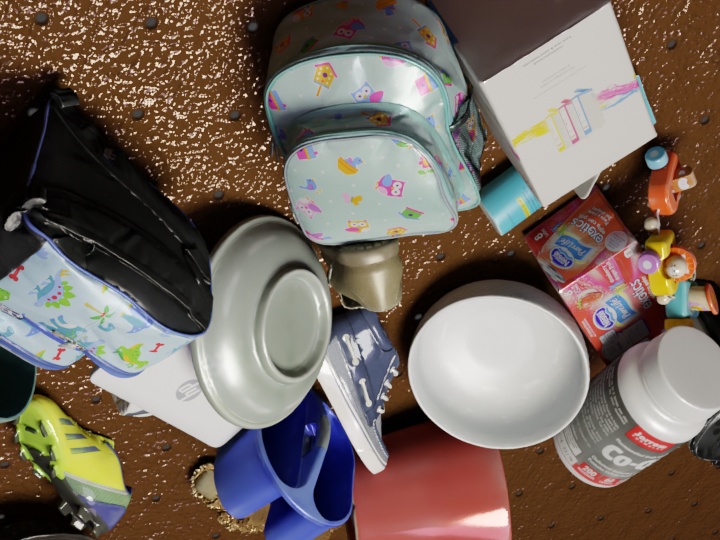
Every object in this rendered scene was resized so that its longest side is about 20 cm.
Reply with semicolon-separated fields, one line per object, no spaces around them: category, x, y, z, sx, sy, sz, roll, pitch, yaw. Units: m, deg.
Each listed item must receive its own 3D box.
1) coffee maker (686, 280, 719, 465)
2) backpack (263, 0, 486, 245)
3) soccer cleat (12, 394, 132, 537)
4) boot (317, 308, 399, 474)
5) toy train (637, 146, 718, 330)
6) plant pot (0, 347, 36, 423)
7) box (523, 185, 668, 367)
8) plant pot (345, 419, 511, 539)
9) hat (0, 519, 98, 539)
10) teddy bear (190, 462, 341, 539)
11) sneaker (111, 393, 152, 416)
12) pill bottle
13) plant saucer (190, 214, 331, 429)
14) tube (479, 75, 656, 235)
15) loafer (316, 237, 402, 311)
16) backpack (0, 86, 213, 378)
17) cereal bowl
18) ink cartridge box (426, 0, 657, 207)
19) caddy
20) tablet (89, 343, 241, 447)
coffee maker;0.431;0.115;1.434;0.189;0.201;0.136;-15;138;-12
backpack;0.007;-0.125;1.016;0.173;0.154;0.202;-4;132;19
soccer cleat;-0.298;0.191;1.265;0.084;0.064;0.202;-52;139;-36
boot;0.011;0.130;1.315;0.090;0.073;0.201;-28;123;-3
toy train;0.344;-0.027;1.278;0.055;0.151;0.201;-1;137;31
plant pot;-0.383;0.048;0.981;0.159;0.202;0.202;-18;138;7
box;0.270;0.015;1.334;0.099;0.096;0.200;-34;138;7
plant pot;0.070;0.272;1.431;0.175;0.202;0.202;-8;135;-7
hat;-0.377;0.331;1.337;0.198;0.081;0.202;-19;138;-18
teddy bear;-0.108;0.257;1.419;0.198;0.067;0.146;20;112;-31
sneaker;-0.155;0.063;1.189;0.128;0.080;0.201;3;123;-38
pill bottle;0.304;0.149;1.314;0.112;0.115;0.200;1;151;-26
plant saucer;-0.077;0.050;1.138;0.050;0.202;0.200;4;153;35
tube;0.208;-0.114;1.220;0.199;0.051;0.078;-37;145;3
loafer;0.000;0.000;1.131;0.075;0.200;0.069;-8;95;-2
backpack;-0.225;-0.009;0.989;0.146;0.184;0.199;-35;126;24
cereal bowl;0.153;0.093;1.336;0.197;0.084;0.203;4;121;7
ink cartridge box;0.167;-0.170;1.079;0.124;0.129;0.200;-31;138;6
caddy;-0.071;0.196;1.272;0.105;0.201;0.141;-38;112;20
tablet;-0.150;0.096;1.152;0.130;0.014;0.200;-43;139;6
